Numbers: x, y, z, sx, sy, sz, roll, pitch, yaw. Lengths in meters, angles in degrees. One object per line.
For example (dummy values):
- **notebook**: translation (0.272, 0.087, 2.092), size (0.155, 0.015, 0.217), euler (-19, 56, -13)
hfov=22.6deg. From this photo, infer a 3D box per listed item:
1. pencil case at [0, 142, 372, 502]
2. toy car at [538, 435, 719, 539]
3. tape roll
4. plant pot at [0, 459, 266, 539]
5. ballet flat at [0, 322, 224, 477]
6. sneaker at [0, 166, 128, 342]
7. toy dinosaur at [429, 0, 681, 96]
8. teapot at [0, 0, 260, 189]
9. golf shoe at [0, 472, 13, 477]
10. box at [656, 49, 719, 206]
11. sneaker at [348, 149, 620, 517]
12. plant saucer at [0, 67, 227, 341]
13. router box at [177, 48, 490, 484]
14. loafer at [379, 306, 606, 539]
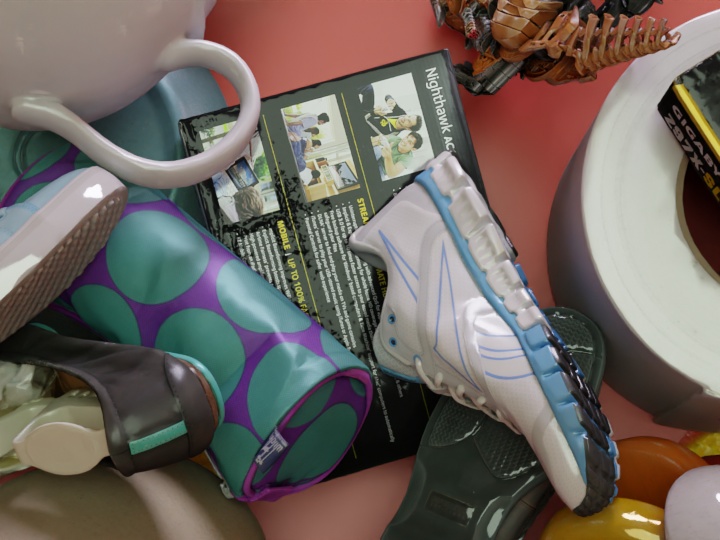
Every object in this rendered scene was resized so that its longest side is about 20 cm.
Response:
- **pencil case**: translation (-0.092, 0.026, 0.884), size (0.200, 0.085, 0.093), euler (40, 92, 20)
- **toy car**: translation (0.176, 0.170, 0.898), size (0.200, 0.175, 0.150), euler (50, 39, -9)
- **tape roll**: translation (0.203, -0.022, 0.930), size (0.200, 0.139, 0.205), euler (0, 79, -2)
- **plant pot**: translation (-0.117, 0.166, 0.879), size (0.199, 0.201, 0.135), euler (33, 50, 4)
- **ballet flat**: translation (-0.144, 0.062, 0.841), size (0.068, 0.199, 0.069), euler (-32, 107, -34)
- **sneaker**: translation (-0.201, 0.005, 0.822), size (0.200, 0.074, 0.082), euler (-40, 84, -8)
- **toy dinosaur**: translation (0.108, -0.140, 0.926), size (0.200, 0.102, 0.136), euler (38, 93, 40)
- **teapot**: translation (-0.125, -0.162, 0.884), size (0.145, 0.198, 0.202), euler (-6, 112, -12)
- **golf shoe**: translation (-0.265, 0.113, 0.939), size (0.198, 0.078, 0.098), euler (-2, 99, 3)
- **box**: translation (0.264, -0.068, 0.845), size (0.199, 0.049, 0.160), euler (-31, 81, -8)
- **sneaker**: translation (0.055, 0.042, 0.871), size (0.086, 0.075, 0.201), euler (-31, 57, 7)
- **plant saucer**: translation (-0.165, -0.059, 0.978), size (0.198, 0.036, 0.202), euler (0, 80, -2)
- **router box**: translation (0.000, 0.000, 0.949), size (0.148, 0.051, 0.202), euler (-15, 92, -4)
- **loafer**: translation (0.060, 0.111, 0.909), size (0.071, 0.063, 0.201), euler (28, 78, 20)
